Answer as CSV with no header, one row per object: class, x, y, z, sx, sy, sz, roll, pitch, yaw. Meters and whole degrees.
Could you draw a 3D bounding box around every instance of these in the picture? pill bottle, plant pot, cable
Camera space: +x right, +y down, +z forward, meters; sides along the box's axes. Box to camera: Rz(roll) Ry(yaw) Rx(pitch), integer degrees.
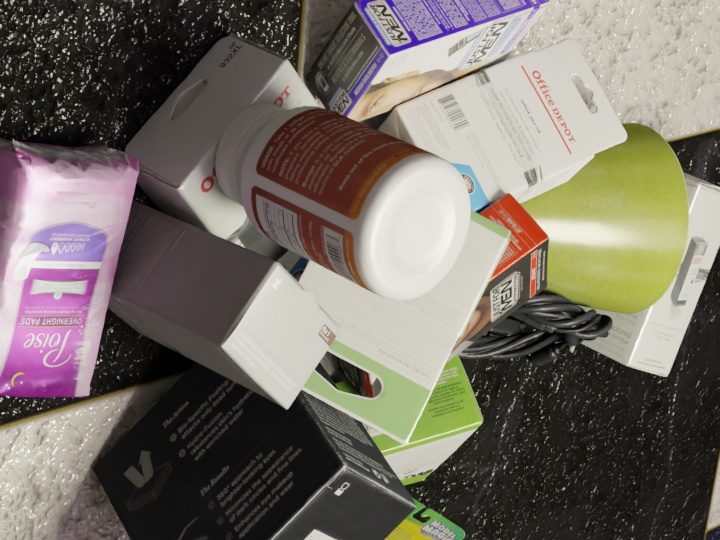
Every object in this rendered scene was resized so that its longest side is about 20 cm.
pill bottle,-0.019,-0.061,1.439,0.112,0.199,0.113,-21,123,-36
plant pot,0.181,-0.053,1.810,0.198,0.187,0.189,1,110,-31
cable,0.149,0.056,1.837,0.199,0.162,0.051,19,70,-42

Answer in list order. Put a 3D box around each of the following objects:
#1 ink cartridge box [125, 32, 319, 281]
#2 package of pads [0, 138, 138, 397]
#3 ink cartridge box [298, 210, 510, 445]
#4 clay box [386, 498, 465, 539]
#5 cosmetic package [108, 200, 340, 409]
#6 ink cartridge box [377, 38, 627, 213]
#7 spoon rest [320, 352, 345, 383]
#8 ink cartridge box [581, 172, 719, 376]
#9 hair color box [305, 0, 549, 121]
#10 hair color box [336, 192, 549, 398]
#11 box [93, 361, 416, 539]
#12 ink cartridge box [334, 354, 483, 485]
ink cartridge box,-0.086,-0.073,1.578,0.145,0.083,0.200,-51,137,-14
package of pads,-0.251,-0.002,1.453,0.120,0.075,0.202,3,108,-43
ink cartridge box,0.018,0.024,1.557,0.201,0.145,0.048,-63,-179,-10
clay box,0.004,0.308,1.844,0.199,0.114,0.048,-37,134,-26
cosmetic package,-0.123,0.024,1.500,0.091,0.199,0.107,-54,134,-11
ink cartridge box,0.128,-0.120,1.700,0.199,0.117,0.068,-24,170,-24
spoon rest,-0.028,0.040,1.680,0.099,0.061,0.200,27,120,-20
ink cartridge box,0.280,-0.013,1.939,0.084,0.145,0.202,15,98,-48
hair color box,0.060,-0.202,1.642,0.199,0.065,0.109,-21,161,-36
hair color box,0.071,0.030,1.645,0.199,0.061,0.102,-35,156,-12
box,-0.091,0.181,1.579,0.197,0.200,0.117,-45,140,10
ink cartridge box,0.011,0.158,1.766,0.146,0.076,0.200,-14,163,-20
